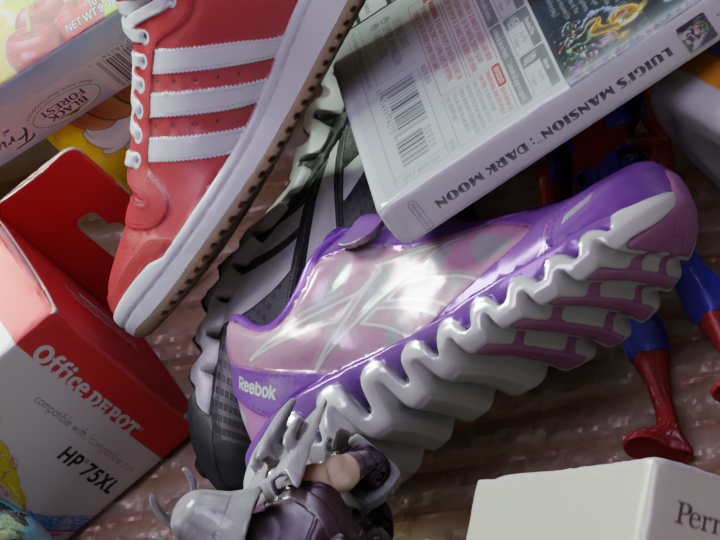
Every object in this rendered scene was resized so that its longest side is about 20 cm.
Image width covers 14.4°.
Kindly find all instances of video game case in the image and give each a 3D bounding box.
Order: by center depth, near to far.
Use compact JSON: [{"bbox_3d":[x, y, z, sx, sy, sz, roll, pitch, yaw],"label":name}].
[{"bbox_3d":[0.071,-0.111,1.062,0.182,0.023,0.200,-34,29,10],"label":"video game case"}]

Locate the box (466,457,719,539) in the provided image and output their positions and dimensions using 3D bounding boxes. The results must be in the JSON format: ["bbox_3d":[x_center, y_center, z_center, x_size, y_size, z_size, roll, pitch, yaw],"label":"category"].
[{"bbox_3d":[0.098,0.172,0.898,0.109,0.128,0.200,-15,61,61],"label":"box"}]

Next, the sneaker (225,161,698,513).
[{"bbox_3d":[0.027,0.010,1.030,0.200,0.080,0.089,-34,64,20],"label":"sneaker"}]

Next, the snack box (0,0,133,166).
[{"bbox_3d":[-0.177,-0.107,1.169,0.200,0.053,0.142,-31,59,12],"label":"snack box"}]

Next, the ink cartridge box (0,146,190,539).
[{"bbox_3d":[-0.148,0.057,1.130,0.200,0.116,0.067,-41,52,4],"label":"ink cartridge box"}]

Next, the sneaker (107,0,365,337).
[{"bbox_3d":[-0.073,-0.080,1.066,0.112,0.071,0.200,29,105,-2],"label":"sneaker"}]

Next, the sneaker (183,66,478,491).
[{"bbox_3d":[0.000,0.000,1.111,0.090,0.066,0.200,12,69,35],"label":"sneaker"}]

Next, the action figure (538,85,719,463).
[{"bbox_3d":[0.100,-0.026,1.081,0.065,0.052,0.200,-38,49,30],"label":"action figure"}]

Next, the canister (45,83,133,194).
[{"bbox_3d":[-0.070,-0.140,1.212,0.200,0.087,0.149,-45,53,2],"label":"canister"}]

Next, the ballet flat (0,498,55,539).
[{"bbox_3d":[-0.178,0.174,1.106,0.074,0.074,0.200,40,101,37],"label":"ballet flat"}]

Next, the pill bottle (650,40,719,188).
[{"bbox_3d":[0.207,-0.103,1.026,0.200,0.112,0.112,-49,53,-4],"label":"pill bottle"}]

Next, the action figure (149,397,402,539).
[{"bbox_3d":[0.012,0.124,0.963,0.069,0.200,0.130,-33,32,55],"label":"action figure"}]
